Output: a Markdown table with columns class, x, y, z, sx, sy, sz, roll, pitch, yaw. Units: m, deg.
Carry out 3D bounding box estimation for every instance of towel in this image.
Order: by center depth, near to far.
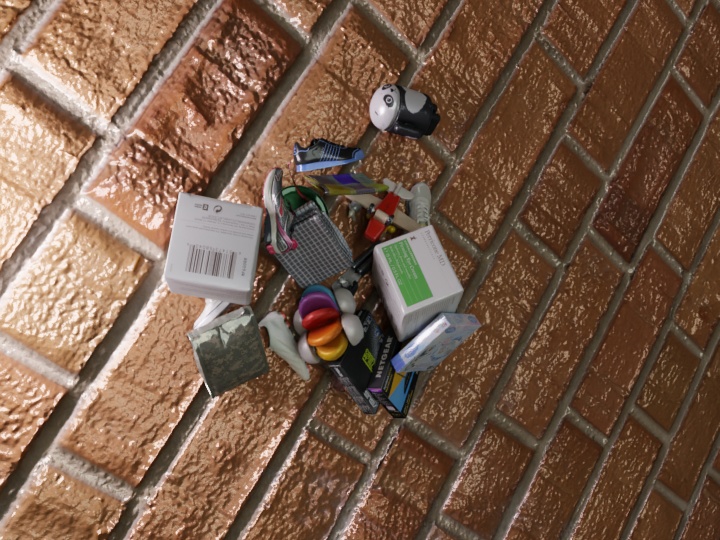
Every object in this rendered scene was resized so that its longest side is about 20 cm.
| class | x | y | z | sx | sy | sz | roll | pitch | yaw |
| --- | --- | --- | --- | --- | --- | --- | --- | --- | --- |
| towel | -0.127 | -0.057 | 1.481 | 0.162 | 0.087 | 0.201 | -24 | 129 | 17 |
| towel | -0.037 | -0.227 | 1.538 | 0.195 | 0.143 | 0.023 | -7 | 116 | -30 |

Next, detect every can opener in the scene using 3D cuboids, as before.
| class | x | y | z | sx | sy | sz | roll | pitch | yaw |
| --- | --- | --- | --- | --- | --- | --- | --- | --- | --- |
| can opener | 0.000 | 0.000 | 1.629 | 0.200 | 0.052 | 0.067 | -46 | 142 | -14 |

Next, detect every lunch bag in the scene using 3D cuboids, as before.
| class | x | y | z | sx | sy | sz | roll | pitch | yaw |
| --- | --- | --- | --- | --- | --- | --- | --- | --- | --- |
| lunch bag | -0.321 | 0.181 | 1.416 | 0.161 | 0.118 | 0.204 | -23 | 136 | -21 |

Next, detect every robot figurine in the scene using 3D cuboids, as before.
| class | x | y | z | sx | sy | sz | roll | pitch | yaw |
| --- | --- | --- | --- | --- | --- | --- | --- | --- | --- |
| robot figurine | 0.121 | -0.434 | 1.613 | 0.195 | 0.150 | 0.129 | 9 | 102 | -24 |

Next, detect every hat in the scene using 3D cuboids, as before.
| class | x | y | z | sx | sy | sz | roll | pitch | yaw |
| --- | --- | --- | --- | --- | --- | --- | --- | --- | --- |
| hat | -0.141 | -0.143 | 1.483 | 0.196 | 0.175 | 0.170 | 23 | 82 | -22 |

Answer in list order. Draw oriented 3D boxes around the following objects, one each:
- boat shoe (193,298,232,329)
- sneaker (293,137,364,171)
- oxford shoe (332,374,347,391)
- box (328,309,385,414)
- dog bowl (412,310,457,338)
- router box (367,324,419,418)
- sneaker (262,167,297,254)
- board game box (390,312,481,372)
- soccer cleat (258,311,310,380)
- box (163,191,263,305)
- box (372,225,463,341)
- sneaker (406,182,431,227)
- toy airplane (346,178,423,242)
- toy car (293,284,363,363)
| class | x | y | z | sx | sy | sz | roll | pitch | yaw |
| --- | --- | --- | --- | --- | --- | --- | --- | --- | --- |
| boat shoe | -0.352 | 0.067 | 1.462 | 0.065 | 0.072 | 0.201 | 40 | 83 | 0 |
| sneaker | -0.083 | -0.315 | 1.560 | 0.195 | 0.070 | 0.080 | -15 | 103 | -22 |
| oxford shoe | -0.044 | 0.225 | 1.603 | 0.071 | 0.071 | 0.206 | 31 | 58 | -50 |
| box | 0.015 | 0.244 | 1.578 | 0.202 | 0.047 | 0.195 | 58 | 41 | -29 |
| dog bowl | 0.184 | 0.109 | 1.703 | 0.194 | 0.058 | 0.207 | -1 | 93 | -24 |
| router box | 0.100 | 0.274 | 1.607 | 0.150 | 0.050 | 0.204 | 51 | 46 | -37 |
| sneaker | -0.187 | -0.141 | 1.391 | 0.072 | 0.081 | 0.207 | -4 | 85 | 3 |
| board game box | 0.203 | 0.192 | 1.566 | 0.199 | 0.044 | 0.198 | -45 | 152 | 23 |
| soccer cleat | -0.196 | 0.203 | 1.541 | 0.076 | 0.069 | 0.204 | -28 | 99 | -9 |
| box | -0.335 | -0.045 | 1.368 | 0.193 | 0.171 | 0.206 | 9 | 74 | -10 |
| box | 0.142 | 0.036 | 1.532 | 0.167 | 0.201 | 0.203 | -19 | 66 | -10 |
| sneaker | 0.169 | -0.148 | 1.672 | 0.074 | 0.080 | 0.207 | 10 | 87 | -21 |
| toy airplane | 0.064 | -0.151 | 1.604 | 0.194 | 0.143 | 0.203 | -5 | 50 | -28 |
| toy car | -0.098 | 0.121 | 1.491 | 0.171 | 0.203 | 0.151 | -26 | 135 | 8 |
